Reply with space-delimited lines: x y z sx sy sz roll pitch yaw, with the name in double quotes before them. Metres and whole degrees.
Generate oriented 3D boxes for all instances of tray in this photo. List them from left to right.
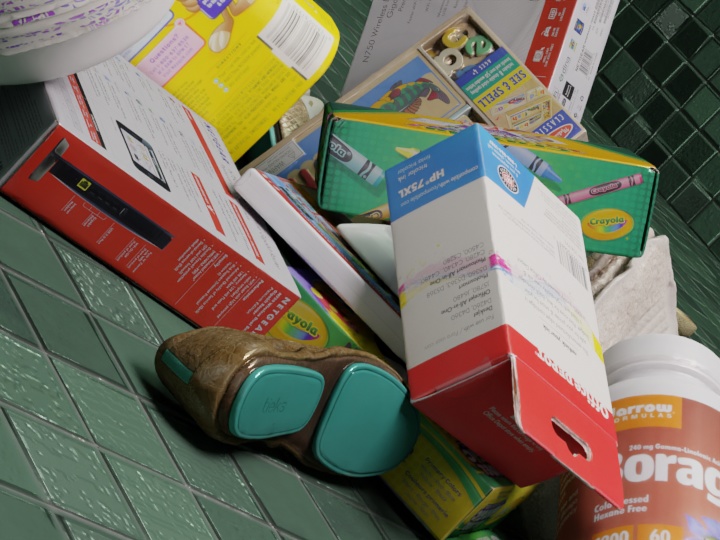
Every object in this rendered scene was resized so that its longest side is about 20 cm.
"tray" 0.071 0.005 1.365 0.107 0.022 0.200 46 20 21

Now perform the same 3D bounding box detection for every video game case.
"video game case" 0.000 0.000 1.333 0.143 0.017 0.200 46 6 8

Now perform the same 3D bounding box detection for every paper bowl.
"paper bowl" -0.170 -0.171 1.150 0.201 0.200 0.105 -119 -168 -54

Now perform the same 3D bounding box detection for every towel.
"towel" 0.150 0.069 1.394 0.200 0.034 0.133 -42 130 -44

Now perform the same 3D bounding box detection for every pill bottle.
"pill bottle" 0.167 0.134 1.267 0.112 0.112 0.200 39 36 -24

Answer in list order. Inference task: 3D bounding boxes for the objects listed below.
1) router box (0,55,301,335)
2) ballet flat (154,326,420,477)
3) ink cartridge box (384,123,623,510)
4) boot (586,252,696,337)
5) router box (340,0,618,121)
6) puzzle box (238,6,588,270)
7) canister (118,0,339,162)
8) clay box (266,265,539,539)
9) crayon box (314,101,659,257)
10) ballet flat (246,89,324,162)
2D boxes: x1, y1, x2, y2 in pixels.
"router box" -0.134 -0.063 1.232 0.179 0.049 0.200 37 14 -33
"ballet flat" -0.040 0.060 1.127 0.072 0.068 0.200 29 7 29
"ink cartridge box" 0.078 0.035 1.217 0.116 0.067 0.200 39 35 -42
"boot" 0.111 0.025 1.496 0.200 0.155 0.073 41 12 -14
"router box" 0.072 -0.123 1.583 0.179 0.200 0.049 9 -14 40
"puzzle box" 0.034 -0.072 1.484 0.133 0.200 0.025 49 -9 26
"canister" -0.128 -0.160 1.351 0.200 0.149 0.087 40 12 -30
"clay box" 0.026 0.084 1.264 0.200 0.048 0.115 45 10 14
"crayon box" 0.073 -0.057 1.376 0.199 0.058 0.119 9 8 -4
"ballet flat" -0.061 -0.121 1.609 0.065 0.071 0.200 -2 35 -22
